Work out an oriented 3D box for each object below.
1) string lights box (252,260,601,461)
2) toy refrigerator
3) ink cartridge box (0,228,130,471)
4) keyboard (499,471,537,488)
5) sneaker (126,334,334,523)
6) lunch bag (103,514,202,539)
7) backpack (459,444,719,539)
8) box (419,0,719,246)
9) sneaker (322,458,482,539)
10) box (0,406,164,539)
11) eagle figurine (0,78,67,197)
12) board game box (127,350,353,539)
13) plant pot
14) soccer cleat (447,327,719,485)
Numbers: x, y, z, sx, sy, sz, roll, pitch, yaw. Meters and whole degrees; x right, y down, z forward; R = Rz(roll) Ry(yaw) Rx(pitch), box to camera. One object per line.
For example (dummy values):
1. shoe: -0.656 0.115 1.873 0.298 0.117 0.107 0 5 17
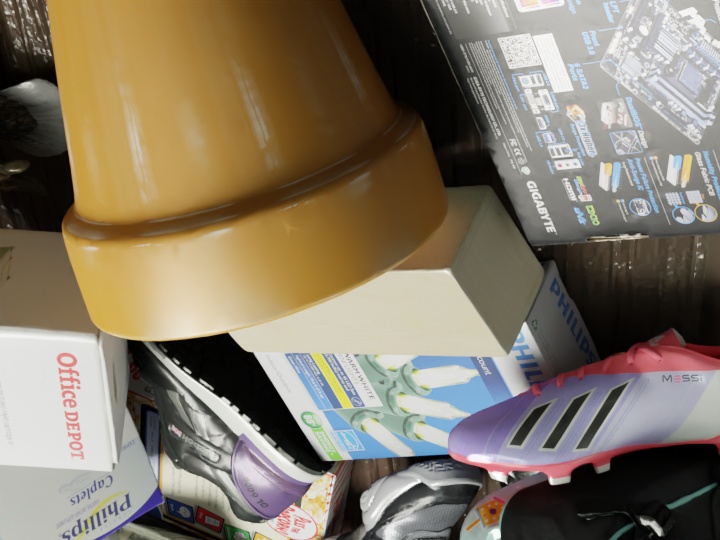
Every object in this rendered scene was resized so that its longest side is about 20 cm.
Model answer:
1. string lights box: 0.044 0.060 0.933 0.200 0.059 0.103 -8 125 36
2. toy refrigerator: 0.000 0.000 0.879 0.200 0.070 0.076 -2 138 39
3. ink cartridge box: -0.247 0.048 0.928 0.200 0.085 0.145 5 139 -1
4. keyboard: 0.181 0.133 0.957 0.200 0.040 0.104 -6 104 37
5. sneaker: -0.118 0.090 1.015 0.200 0.076 0.088 46 116 3
6. lunch bag: -0.172 0.255 1.181 0.200 0.118 0.164 8 161 38
7. backpack: 0.154 0.204 0.870 0.153 0.176 0.200 6 109 49
8. box: 0.142 -0.105 0.718 0.198 0.050 0.200 -5 127 33
9. sneaker: 0.030 0.217 1.037 0.075 0.114 0.200 8 140 -36
10. box: -0.277 0.145 1.069 0.200 0.184 0.105 11 123 50
11. eagle figurine: -0.291 -0.112 0.939 0.152 0.151 0.200 -44 67 9
12. board game box: -0.107 0.143 1.119 0.200 0.046 0.152 22 138 11
13. plant pot: -0.074 -0.090 0.772 0.200 0.200 0.183 -4 113 34
14. soccer cleat: 0.146 0.070 0.832 0.200 0.067 0.077 -6 98 2
